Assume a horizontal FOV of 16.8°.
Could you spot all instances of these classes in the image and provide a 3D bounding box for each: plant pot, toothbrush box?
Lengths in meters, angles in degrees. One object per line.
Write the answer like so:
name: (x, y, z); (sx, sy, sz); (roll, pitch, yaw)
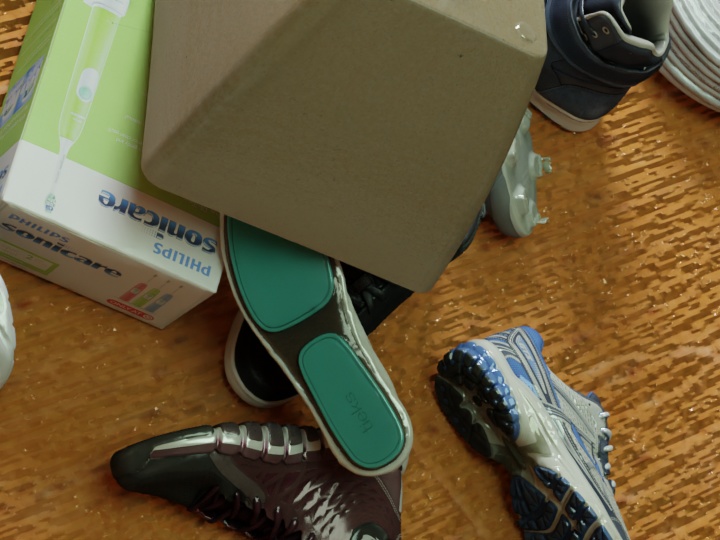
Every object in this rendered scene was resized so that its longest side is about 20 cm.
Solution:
plant pot: (0.004, -0.143, 1.431); (0.199, 0.177, 0.201); (22, 44, -23)
toothbrush box: (-0.144, -0.089, 1.509); (0.145, 0.086, 0.201); (23, 62, -21)

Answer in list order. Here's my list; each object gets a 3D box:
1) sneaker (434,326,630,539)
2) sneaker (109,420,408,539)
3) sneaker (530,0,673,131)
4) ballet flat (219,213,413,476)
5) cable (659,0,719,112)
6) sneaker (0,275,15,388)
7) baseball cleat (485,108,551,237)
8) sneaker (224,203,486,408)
sneaker: (0.137, 0.121, 1.590); (0.085, 0.077, 0.201); (-30, 88, -36)
sneaker: (-0.053, 0.155, 1.479); (0.199, 0.076, 0.117); (1, 75, -28)
sneaker: (0.117, -0.186, 1.647); (0.201, 0.146, 0.077); (31, 63, -13)
ballet flat: (-0.028, 0.033, 1.475); (0.069, 0.069, 0.201); (-25, 85, -32)
cable: (0.284, -0.207, 1.784); (0.199, 0.069, 0.201); (-31, 88, -32)
sneaker: (-0.263, -0.022, 1.407); (0.099, 0.078, 0.202); (-8, 80, -37)
baseball cleat: (0.058, -0.112, 1.639); (0.070, 0.106, 0.201); (-50, 127, -60)
sneaker: (0.000, 0.000, 1.537); (0.073, 0.112, 0.200); (48, 58, -3)
